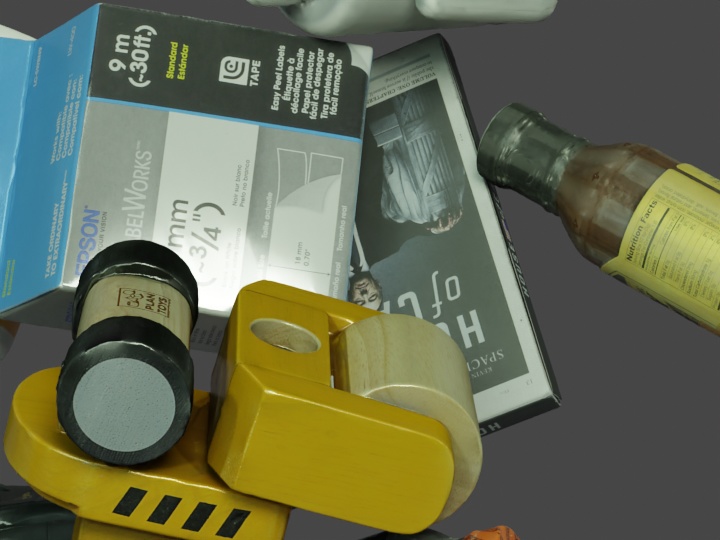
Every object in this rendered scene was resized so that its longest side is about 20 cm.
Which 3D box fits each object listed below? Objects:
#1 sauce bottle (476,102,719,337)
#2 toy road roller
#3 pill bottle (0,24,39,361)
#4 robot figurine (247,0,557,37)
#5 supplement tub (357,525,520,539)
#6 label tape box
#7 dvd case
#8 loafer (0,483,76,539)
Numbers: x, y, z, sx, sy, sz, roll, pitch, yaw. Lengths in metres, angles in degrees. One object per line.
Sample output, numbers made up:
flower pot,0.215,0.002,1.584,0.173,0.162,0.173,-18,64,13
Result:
sauce bottle,0.143,-0.018,1.228,0.200,0.065,0.065,32,83,28
toy road roller,-0.056,0.085,1.169,0.199,0.123,0.147,13,111,-7
pill bottle,-0.211,-0.018,1.328,0.112,0.113,0.201,15,77,24
robot figurine,0.027,-0.171,1.272,0.199,0.113,0.170,-8,47,-31
supplement tub,-0.014,0.187,1.175,0.199,0.123,0.123,-19,65,12
label tape box,-0.102,-0.044,1.252,0.199,0.063,0.145,8,72,-7
dvd case,0.000,0.000,1.295,0.150,0.025,0.201,-22,64,12
loafer,-0.137,0.137,1.277,0.199,0.068,0.071,-7,103,15
